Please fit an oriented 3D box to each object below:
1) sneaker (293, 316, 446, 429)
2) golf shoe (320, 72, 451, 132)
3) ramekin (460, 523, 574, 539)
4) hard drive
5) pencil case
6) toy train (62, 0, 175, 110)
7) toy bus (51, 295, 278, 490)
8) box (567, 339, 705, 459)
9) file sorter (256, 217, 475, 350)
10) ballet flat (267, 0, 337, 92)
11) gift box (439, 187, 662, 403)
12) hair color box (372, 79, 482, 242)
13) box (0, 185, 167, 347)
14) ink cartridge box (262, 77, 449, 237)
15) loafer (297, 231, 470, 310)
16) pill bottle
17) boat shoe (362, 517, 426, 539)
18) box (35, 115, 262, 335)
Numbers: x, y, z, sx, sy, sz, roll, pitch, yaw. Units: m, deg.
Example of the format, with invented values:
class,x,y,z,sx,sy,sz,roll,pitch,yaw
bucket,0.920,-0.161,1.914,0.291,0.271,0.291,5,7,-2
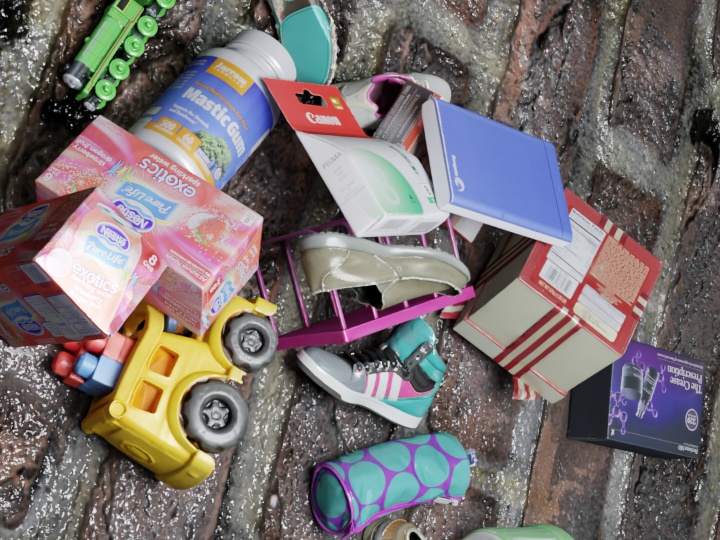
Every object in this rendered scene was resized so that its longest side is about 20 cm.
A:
class,x,y,z,sx,sy,sz,roll,pitch,yaw
sneaker,0.026,0.098,1.532,0.199,0.084,0.121,27,100,-41
golf shoe,0.048,-0.202,1.609,0.199,0.091,0.076,-16,93,-41
ramekin,0.176,0.396,1.583,0.097,0.200,0.202,11,78,-30
hard drive,0.156,-0.109,1.522,0.199,0.025,0.133,15,57,-40
pencil case,0.038,0.244,1.552,0.199,0.085,0.093,-8,61,-39
toy train,-0.245,-0.253,1.406,0.056,0.042,0.201,37,63,-19
toy bus,-0.202,0.092,1.357,0.191,0.136,0.201,30,63,-16
box,0.381,0.176,1.852,0.199,0.079,0.142,16,78,-38
file sorter,0.000,0.000,1.515,0.199,0.139,0.126,-17,95,-39
ballet flat,-0.069,-0.305,1.542,0.064,0.075,0.201,-56,131,-68
gift box,0.224,0.042,1.645,0.184,0.187,0.200,40,56,-3
hair color box,0.096,-0.126,1.600,0.200,0.064,0.111,33,89,-49
box,-0.282,0.001,1.239,0.103,0.199,0.095,50,57,-23
ink cartridge box,-0.001,-0.129,1.425,0.161,0.050,0.201,-6,65,-62
loafer,0.023,0.009,1.406,0.199,0.075,0.070,9,79,-25
pill bottle,-0.154,-0.163,1.422,0.112,0.112,0.200,51,57,-23
boat shoe,0.060,0.386,1.565,0.074,0.068,0.201,-26,101,-38
box,-0.205,-0.043,1.306,0.199,0.095,0.103,33,61,11
